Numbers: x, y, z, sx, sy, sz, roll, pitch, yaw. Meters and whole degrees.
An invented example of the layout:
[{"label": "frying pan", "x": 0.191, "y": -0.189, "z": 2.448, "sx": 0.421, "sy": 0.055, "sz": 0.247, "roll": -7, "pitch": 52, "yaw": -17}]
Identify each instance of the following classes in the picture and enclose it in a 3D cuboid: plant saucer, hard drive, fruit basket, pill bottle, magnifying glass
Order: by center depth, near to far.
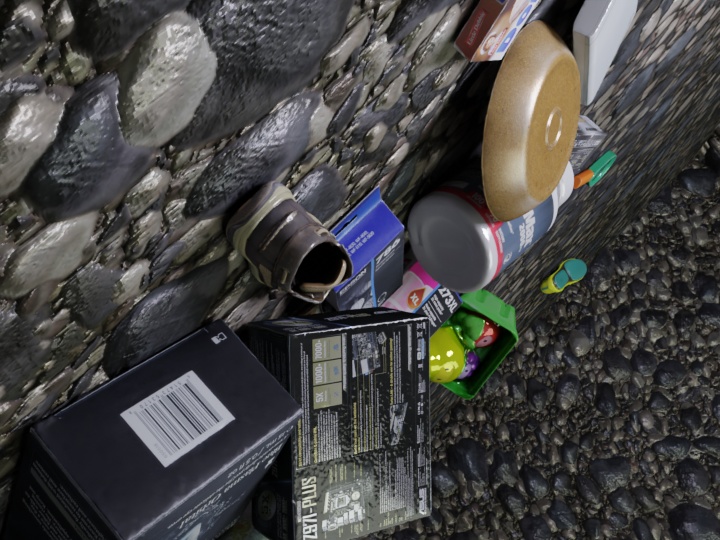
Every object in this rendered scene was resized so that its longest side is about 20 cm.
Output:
[{"label": "plant saucer", "x": 0.180, "y": -0.145, "z": 0.887, "sx": 0.200, "sy": 0.035, "sz": 0.204, "roll": -35, "pitch": 132, "yaw": -49}, {"label": "hard drive", "x": 0.264, "y": -0.270, "z": 0.941, "sx": 0.134, "sy": 0.026, "sz": 0.200, "roll": -63, "pitch": 165, "yaw": -2}, {"label": "pill bottle", "x": 0.157, "y": -0.073, "z": 1.016, "sx": 0.199, "sy": 0.119, "sz": 0.120, "roll": -37, "pitch": 162, "yaw": -36}, {"label": "fruit basket", "x": 0.173, "y": 0.146, "z": 1.584, "sx": 0.218, "sy": 0.154, "sz": 0.216, "roll": -59, "pitch": 178, "yaw": -4}, {"label": "magnifying glass", "x": 0.449, "y": -0.188, "z": 1.708, "sx": 0.199, "sy": 0.022, "sz": 0.080, "roll": -24, "pitch": 152, "yaw": -54}]

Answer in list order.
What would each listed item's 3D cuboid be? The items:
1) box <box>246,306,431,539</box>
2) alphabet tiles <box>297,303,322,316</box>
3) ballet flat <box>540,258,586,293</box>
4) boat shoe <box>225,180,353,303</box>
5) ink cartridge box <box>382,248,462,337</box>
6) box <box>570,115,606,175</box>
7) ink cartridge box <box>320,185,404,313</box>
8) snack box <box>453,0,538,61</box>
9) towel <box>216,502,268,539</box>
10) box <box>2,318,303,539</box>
[{"label": "box", "x": -0.018, "y": 0.146, "z": 0.848, "sx": 0.162, "sy": 0.086, "sz": 0.204, "roll": -6, "pitch": 98, "yaw": -34}, {"label": "alphabet tiles", "x": -0.062, "y": 0.080, "z": 1.009, "sx": 0.199, "sy": 0.006, "sz": 0.167, "roll": -40, "pitch": 162, "yaw": -28}, {"label": "ballet flat", "x": 0.564, "y": 0.018, "z": 2.469, "sx": 0.067, "sy": 0.068, "sz": 0.199, "roll": -32, "pitch": 176, "yaw": 42}, {"label": "boat shoe", "x": -0.048, "y": -0.005, "z": 0.714, "sx": 0.075, "sy": 0.073, "sz": 0.200, "roll": -47, "pitch": 165, "yaw": 1}, {"label": "ink cartridge box", "x": 0.062, "y": 0.040, "z": 1.083, "sx": 0.200, "sy": 0.095, "sz": 0.037, "roll": -46, "pitch": -150, "yaw": -20}, {"label": "box", "x": 0.269, "y": -0.148, "z": 1.268, "sx": 0.159, "sy": 0.048, "sz": 0.199, "roll": -54, "pitch": 163, "yaw": 24}, {"label": "ink cartridge box", "x": 0.000, "y": 0.000, "z": 0.909, "sx": 0.099, "sy": 0.039, "sz": 0.201, "roll": -44, "pitch": 161, "yaw": -13}, {"label": "snack box", "x": 0.148, "y": -0.260, "z": 0.709, "sx": 0.072, "sy": 0.024, "sz": 0.201, "roll": -26, "pitch": 153, "yaw": -57}, {"label": "towel", "x": -0.177, "y": 0.283, "z": 0.895, "sx": 0.197, "sy": 0.049, "sz": 0.171, "roll": -16, "pitch": -168, "yaw": 21}, {"label": "box", "x": -0.176, "y": 0.177, "z": 0.738, "sx": 0.196, "sy": 0.117, "sz": 0.201, "roll": -31, "pitch": 159, "yaw": -45}]
